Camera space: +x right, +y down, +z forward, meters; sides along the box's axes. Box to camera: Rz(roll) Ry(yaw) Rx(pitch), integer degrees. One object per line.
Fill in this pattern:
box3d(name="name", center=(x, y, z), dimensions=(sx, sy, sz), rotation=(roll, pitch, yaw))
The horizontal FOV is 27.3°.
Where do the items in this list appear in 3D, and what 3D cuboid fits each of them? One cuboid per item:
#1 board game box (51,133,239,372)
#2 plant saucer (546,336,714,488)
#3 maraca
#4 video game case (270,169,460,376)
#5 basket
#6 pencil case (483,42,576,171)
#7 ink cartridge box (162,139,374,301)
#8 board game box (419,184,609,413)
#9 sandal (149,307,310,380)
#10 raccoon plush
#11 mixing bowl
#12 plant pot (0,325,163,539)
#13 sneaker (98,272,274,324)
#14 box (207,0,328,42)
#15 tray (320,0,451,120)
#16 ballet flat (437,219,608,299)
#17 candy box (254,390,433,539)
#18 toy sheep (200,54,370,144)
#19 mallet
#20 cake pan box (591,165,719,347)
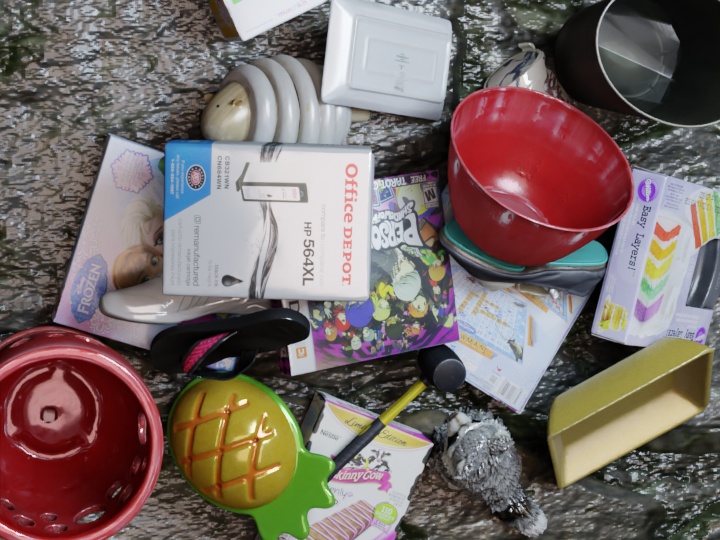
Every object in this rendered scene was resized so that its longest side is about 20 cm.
box3d(name="board game box", center=(-0.198, -0.016, 1.543), dimensions=(0.197, 0.041, 0.203), rotation=(17, 94, -15))
box3d(name="plant saucer", center=(0.287, 0.148, 1.625), dimensions=(0.198, 0.200, 0.049), rotation=(-28, 63, -2))
box3d(name="maraca", center=(-0.115, 0.194, 1.547), dimensions=(0.200, 0.107, 0.138), rotation=(41, 104, 7))
box3d(name="video game case", center=(0.000, 0.000, 1.519), dimensions=(0.198, 0.036, 0.184), rotation=(-10, 95, -24))
box3d(name="basket", center=(0.288, -0.226, 1.550), dimensions=(0.178, 0.200, 0.138), rotation=(20, 92, -16))
box3d(name="pencil case", center=(0.215, -0.148, 1.606), dimensions=(0.201, 0.077, 0.090), rotation=(51, 53, -14))
box3d(name="ink cartridge box", center=(-0.086, -0.049, 1.418), dimensions=(0.197, 0.084, 0.148), rotation=(1, 95, 0))
box3d(name="board game box", center=(0.142, 0.020, 1.623), dimensions=(0.199, 0.041, 0.201), rotation=(32, 90, -15))
box3d(name="sandal", center=(-0.137, 0.080, 1.470), dimensions=(0.075, 0.198, 0.046), rotation=(31, 54, -45))
box3d(name="raccoon plush", center=(0.160, 0.222, 1.614), dimensions=(0.199, 0.134, 0.097), rotation=(35, 88, -15))
box3d(name="mixing bowl", center=(0.165, -0.079, 1.504), dimensions=(0.198, 0.202, 0.109), rotation=(12, 135, -15))
box3d(name="plant pot", center=(-0.301, 0.157, 1.469), dimensions=(0.197, 0.182, 0.203), rotation=(-2, 98, -13))
box3d(name="sneaker", center=(-0.170, 0.012, 1.502), dimensions=(0.198, 0.070, 0.081), rotation=(-7, 95, -22))
box3d(name="box", center=(-0.062, -0.318, 1.499), dimensions=(0.198, 0.112, 0.102), rotation=(-27, 103, -7))
box3d(name="tray", center=(0.036, -0.216, 1.523), dimensions=(0.199, 0.022, 0.109), rotation=(1, 98, -51))
box3d(name="ballet flat", center=(0.166, -0.004, 1.562), dimensions=(0.197, 0.073, 0.074), rotation=(7, 96, -20))
box3d(name="candy box", center=(-0.022, 0.251, 1.613), dimensions=(0.135, 0.061, 0.202), rotation=(21, 92, -15))
box3d(name="toy sheep", center=(-0.075, -0.153, 1.513), dimensions=(0.198, 0.137, 0.140), rotation=(-7, 100, -39))
box3d(name="mallet", center=(0.027, 0.151, 1.568), dimensions=(0.199, 0.066, 0.041), rotation=(-41, 110, 7))
box3d(name="cake pan box", center=(0.338, -0.006, 1.624), dimensions=(0.199, 0.052, 0.187), rotation=(10, 97, -52))
